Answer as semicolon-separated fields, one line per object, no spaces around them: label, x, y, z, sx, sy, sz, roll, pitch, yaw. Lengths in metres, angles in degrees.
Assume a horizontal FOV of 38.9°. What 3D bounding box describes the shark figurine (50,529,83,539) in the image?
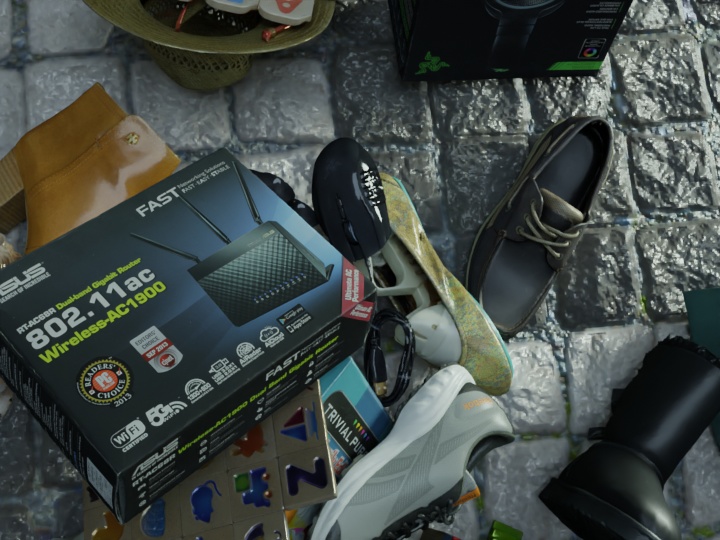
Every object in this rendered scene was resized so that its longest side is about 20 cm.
shark figurine;-0.182;0.168;0.737;0.213;0.128;0.090;-26;57;6

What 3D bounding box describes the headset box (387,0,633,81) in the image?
headset box;0.119;-0.236;0.784;0.172;0.201;0.094;-3;63;-9

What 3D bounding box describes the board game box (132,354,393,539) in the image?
board game box;-0.062;0.157;0.702;0.047;0.151;0.201;32;75;29

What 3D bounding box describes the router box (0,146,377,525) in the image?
router box;-0.109;0.028;0.611;0.150;0.062;0.199;41;55;22

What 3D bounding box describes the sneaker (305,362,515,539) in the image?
sneaker;0.031;0.158;0.714;0.079;0.074;0.200;37;73;20

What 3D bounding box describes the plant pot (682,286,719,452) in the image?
plant pot;0.354;0.105;0.781;0.140;0.141;0.203;-6;88;-9

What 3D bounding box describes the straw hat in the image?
straw hat;-0.124;-0.188;0.788;0.198;0.086;0.202;8;46;-8

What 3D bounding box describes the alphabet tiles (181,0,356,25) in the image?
alphabet tiles;-0.088;-0.260;0.796;0.198;0.015;0.197;12;45;-6

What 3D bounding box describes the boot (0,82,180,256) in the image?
boot;-0.188;-0.034;0.757;0.144;0.071;0.202;-38;78;-2

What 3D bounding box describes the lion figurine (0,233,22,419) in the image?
lion figurine;-0.189;0.033;0.676;0.197;0.073;0.124;5;54;-5

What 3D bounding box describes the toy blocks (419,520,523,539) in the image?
toy blocks;0.117;0.238;0.719;0.198;0.137;0.101;24;77;-2

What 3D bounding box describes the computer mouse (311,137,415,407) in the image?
computer mouse;0.000;0.000;0.749;0.058;0.034;0.202;-17;82;25

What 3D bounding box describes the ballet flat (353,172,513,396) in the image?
ballet flat;0.041;0.018;0.783;0.070;0.071;0.201;-28;80;-12

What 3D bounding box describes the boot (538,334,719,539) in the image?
boot;0.213;0.126;0.729;0.073;0.198;0.163;43;83;-1

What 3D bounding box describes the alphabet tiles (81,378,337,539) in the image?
alphabet tiles;-0.097;0.130;0.634;0.165;0.008;0.202;-16;59;8

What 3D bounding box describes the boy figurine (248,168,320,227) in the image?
boy figurine;-0.113;0.020;0.748;0.124;0.064;0.201;49;62;-40

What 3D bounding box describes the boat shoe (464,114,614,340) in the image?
boat shoe;0.142;-0.042;0.808;0.074;0.073;0.202;25;77;-2
